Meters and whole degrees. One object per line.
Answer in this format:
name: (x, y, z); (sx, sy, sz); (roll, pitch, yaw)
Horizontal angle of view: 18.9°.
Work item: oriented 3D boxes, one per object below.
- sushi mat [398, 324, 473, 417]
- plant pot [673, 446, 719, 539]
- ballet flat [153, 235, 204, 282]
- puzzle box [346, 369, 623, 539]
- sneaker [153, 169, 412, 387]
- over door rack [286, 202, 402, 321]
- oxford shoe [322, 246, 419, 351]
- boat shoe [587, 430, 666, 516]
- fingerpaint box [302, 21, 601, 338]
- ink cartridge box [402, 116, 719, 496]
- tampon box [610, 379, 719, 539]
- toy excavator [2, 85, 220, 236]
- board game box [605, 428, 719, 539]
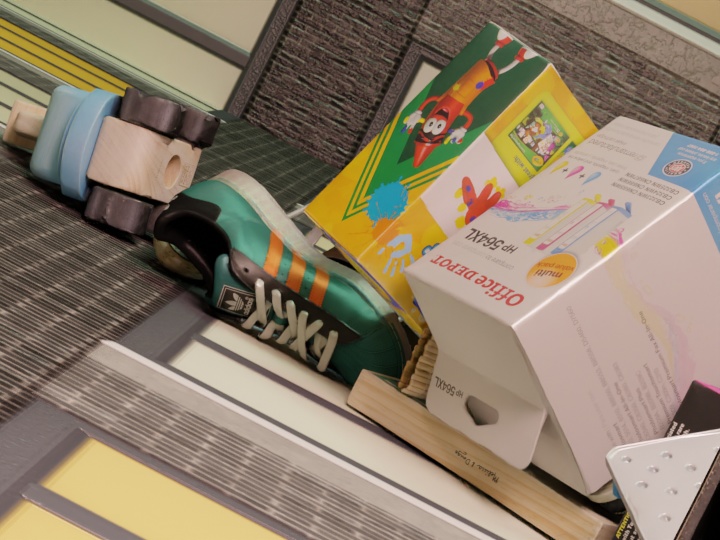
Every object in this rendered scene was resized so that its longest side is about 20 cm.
sushi mat: (0.112, 0.059, 1.372); (0.200, 0.096, 0.012); (22, 11, -42)
plant pot: (0.190, 0.149, 0.782); (0.199, 0.200, 0.177); (27, -5, 6)
ballet flat: (-0.109, -0.014, 1.581); (0.067, 0.057, 0.200); (55, 14, 5)
puzzle box: (0.100, 0.125, 1.339); (0.200, 0.026, 0.133); (31, 7, 36)
sneaker: (-0.055, 0.019, 1.417); (0.200, 0.072, 0.080); (42, 45, 20)
over door rack: (0.000, 0.000, 1.549); (0.147, 0.067, 0.200); (31, 25, 26)
oxford shoe: (0.034, 0.046, 1.617); (0.084, 0.073, 0.200); (-14, 38, -41)
boat shoe: (0.179, 0.117, 1.323); (0.066, 0.074, 0.199); (56, 12, -6)
fingerpaint box: (0.086, -0.027, 1.362); (0.200, 0.167, 0.073); (46, -2, -43)
ink cartridge box: (0.133, 0.024, 1.266); (0.128, 0.200, 0.126); (26, -33, 58)
tampon box: (0.266, 0.168, 1.204); (0.200, 0.127, 0.150); (32, 8, 39)
toy excavator: (-0.208, -0.098, 1.632); (0.199, 0.100, 0.194); (20, 2, 18)
board game box: (0.241, 0.142, 1.057); (0.199, 0.026, 0.200); (-8, 34, -8)
